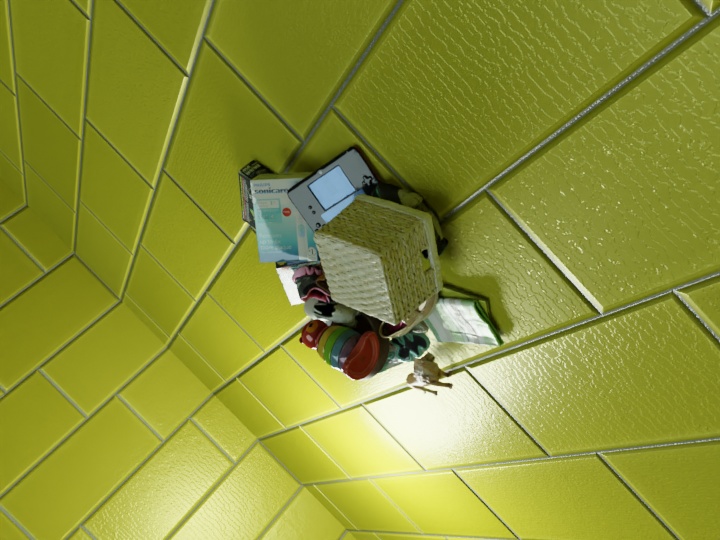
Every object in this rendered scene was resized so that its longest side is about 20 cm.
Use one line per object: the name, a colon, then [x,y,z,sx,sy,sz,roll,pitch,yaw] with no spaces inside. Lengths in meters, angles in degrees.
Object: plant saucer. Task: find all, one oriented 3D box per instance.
plant saucer: [-0.014,0.181,1.695,0.200,0.034,0.201,-2,87,37]

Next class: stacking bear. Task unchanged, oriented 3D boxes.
stacking bear: [-0.063,0.181,1.636,0.200,0.121,0.114,23,158,33]

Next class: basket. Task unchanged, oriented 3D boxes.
basket: [0.040,-0.021,1.358,0.200,0.161,0.198,20,138,38]

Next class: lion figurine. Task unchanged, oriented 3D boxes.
lion figurine: [0.167,0.287,1.763,0.122,0.073,0.200,16,146,-16]

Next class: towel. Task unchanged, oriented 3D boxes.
towel: [0.223,0.122,1.553,0.200,0.031,0.149,-1,135,52]
towel: [0.210,0.065,1.534,0.200,0.018,0.086,20,147,34]

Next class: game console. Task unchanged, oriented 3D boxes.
game console: [-0.040,-0.152,1.458,0.200,0.031,0.177,-30,107,24]

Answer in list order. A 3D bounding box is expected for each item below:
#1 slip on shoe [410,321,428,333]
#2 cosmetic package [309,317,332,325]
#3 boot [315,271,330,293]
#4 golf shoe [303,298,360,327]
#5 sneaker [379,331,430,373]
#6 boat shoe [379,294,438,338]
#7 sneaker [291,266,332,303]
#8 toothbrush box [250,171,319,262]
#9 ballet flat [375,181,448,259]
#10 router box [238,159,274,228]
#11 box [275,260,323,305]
slip on shoe: [0.096,0.094,1.666,0.200,0.061,0.074,37,145,-14]
cosmetic package: [-0.028,0.141,1.796,0.200,0.113,0.081,19,100,36]
boot: [0.000,0.000,1.565,0.200,0.155,0.077,18,140,38]
golf shoe: [-0.093,0.091,1.686,0.200,0.078,0.097,4,168,46]
sneaker: [0.111,0.204,1.734,0.200,0.140,0.078,-23,83,27]
boat shoe: [0.110,0.100,1.557,0.074,0.069,0.200,51,133,19]
sneaker: [-0.068,0.043,1.647,0.079,0.200,0.095,106,156,-49]
toothbrush box: [-0.168,-0.126,1.558,0.146,0.085,0.200,0,107,8]
ballet flat: [0.115,-0.116,1.385,0.200,0.073,0.073,53,149,-3]
router box: [-0.242,-0.171,1.738,0.150,0.062,0.200,35,148,16]
box: [-0.134,0.018,1.718,0.137,0.040,0.200,-10,149,2]
